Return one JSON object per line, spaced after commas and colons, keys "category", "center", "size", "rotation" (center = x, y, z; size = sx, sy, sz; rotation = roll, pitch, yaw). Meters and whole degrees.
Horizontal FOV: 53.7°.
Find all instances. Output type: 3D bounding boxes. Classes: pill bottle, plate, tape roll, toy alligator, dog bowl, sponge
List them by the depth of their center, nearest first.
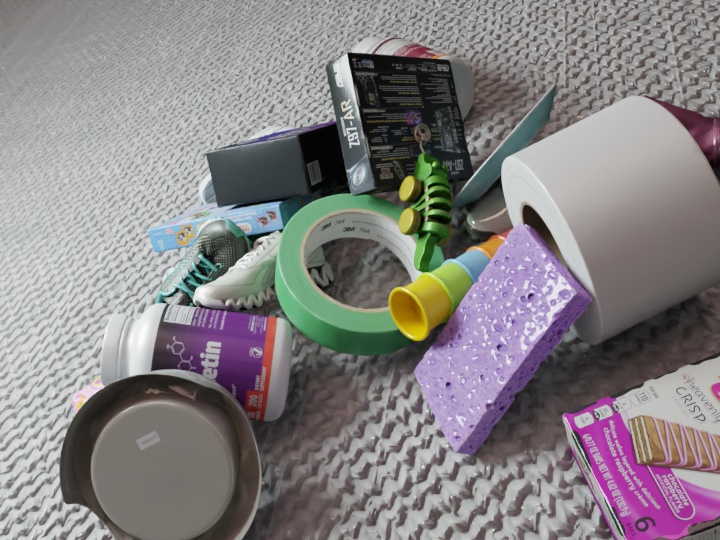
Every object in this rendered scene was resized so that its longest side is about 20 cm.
{"category": "sponge", "center": [0.130, 0.066, 0.689], "size": [0.202, 0.029, 0.112], "rotation": [-58, 34, 23]}
{"category": "tape roll", "center": [0.244, -0.048, 0.702], "size": [0.137, 0.205, 0.204], "rotation": [-26, 42, 0]}
{"category": "dog bowl", "center": [-0.190, 0.192, 0.704], "size": [0.197, 0.203, 0.059], "rotation": [-23, 8, 3]}
{"category": "pill bottle", "center": [-0.176, 0.099, 0.781], "size": [0.195, 0.114, 0.114], "rotation": [7, 44, -8]}
{"category": "tape roll", "center": [0.000, 0.000, 0.825], "size": [0.196, 0.049, 0.204], "rotation": [6, 52, -7]}
{"category": "toy alligator", "center": [0.083, -0.097, 0.825], "size": [0.054, 0.058, 0.204], "rotation": [-30, 50, 51]}
{"category": "plate", "center": [0.178, -0.142, 0.874], "size": [0.025, 0.200, 0.200], "rotation": [41, 68, 3]}
{"category": "pill bottle", "center": [0.071, -0.290, 1.092], "size": [0.114, 0.115, 0.199], "rotation": [-39, 43, -14]}

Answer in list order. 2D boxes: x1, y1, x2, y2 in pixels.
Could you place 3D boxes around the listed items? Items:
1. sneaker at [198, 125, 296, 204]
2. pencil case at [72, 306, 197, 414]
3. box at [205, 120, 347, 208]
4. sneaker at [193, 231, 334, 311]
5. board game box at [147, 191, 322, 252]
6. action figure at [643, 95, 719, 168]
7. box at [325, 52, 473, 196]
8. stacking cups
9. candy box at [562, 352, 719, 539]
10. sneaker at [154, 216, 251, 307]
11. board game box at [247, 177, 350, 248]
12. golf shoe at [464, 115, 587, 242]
{"category": "sneaker", "center": [-0.178, -0.165, 1.138], "size": [0.199, 0.074, 0.070], "rotation": [-36, 33, -24]}
{"category": "pencil case", "center": [-0.246, 0.128, 0.864], "size": [0.198, 0.088, 0.087], "rotation": [-35, 43, -11]}
{"category": "box", "center": [-0.096, -0.150, 0.970], "size": [0.138, 0.081, 0.200], "rotation": [-8, 14, 23]}
{"category": "sneaker", "center": [-0.120, -0.001, 0.866], "size": [0.074, 0.083, 0.198], "rotation": [-2, 12, 44]}
{"category": "board game box", "center": [-0.167, -0.075, 0.977], "size": [0.196, 0.037, 0.151], "rotation": [-10, 14, 20]}
{"category": "action figure", "center": [0.405, -0.138, 0.814], "size": [0.195, 0.137, 0.149], "rotation": [2, 5, 12]}
{"category": "box", "center": [0.055, -0.186, 0.902], "size": [0.198, 0.164, 0.043], "rotation": [-14, 1, -44]}
{"category": "stacking cups", "center": [0.122, 0.007, 0.780], "size": [0.198, 0.062, 0.060], "rotation": [-27, 38, -32]}
{"category": "candy box", "center": [0.288, 0.151, 0.589], "size": [0.196, 0.062, 0.138], "rotation": [-23, 42, 4]}
{"category": "sneaker", "center": [-0.207, 0.015, 0.899], "size": [0.200, 0.077, 0.092], "rotation": [-45, 15, 39]}
{"category": "board game box", "center": [-0.084, -0.096, 1.047], "size": [0.197, 0.024, 0.106], "rotation": [-25, 43, 2]}
{"category": "golf shoe", "center": [0.206, -0.114, 0.872], "size": [0.198, 0.089, 0.077], "rotation": [-33, 44, -5]}
